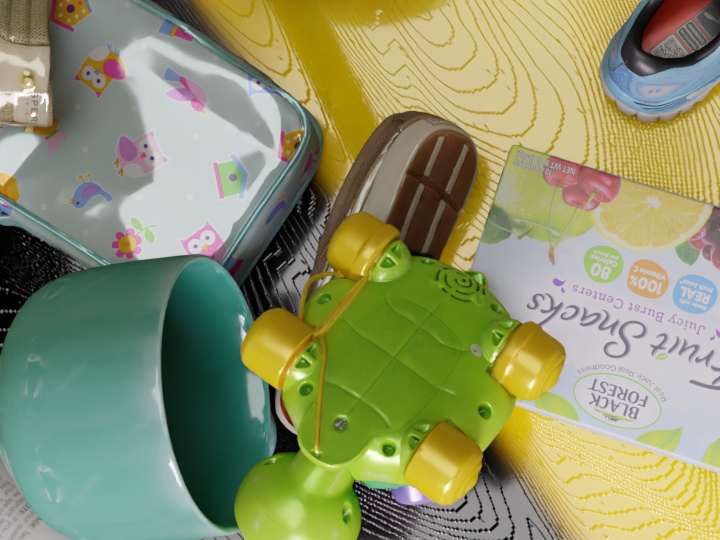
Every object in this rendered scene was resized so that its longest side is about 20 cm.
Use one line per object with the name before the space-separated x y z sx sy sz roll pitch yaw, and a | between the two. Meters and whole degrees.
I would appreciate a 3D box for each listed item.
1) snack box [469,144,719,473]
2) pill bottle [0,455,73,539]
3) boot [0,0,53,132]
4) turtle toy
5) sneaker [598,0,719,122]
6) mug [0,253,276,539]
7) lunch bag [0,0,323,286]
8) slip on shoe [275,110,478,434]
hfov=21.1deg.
snack box | 0.161 0.026 1.097 0.200 0.053 0.142 18 90 11
pill bottle | -0.197 0.167 1.112 0.200 0.114 0.114 35 91 11
boot | -0.247 -0.087 1.056 0.155 0.073 0.200 8 63 -10
turtle toy | 0.007 0.074 1.034 0.146 0.101 0.200 35 66 14
sneaker | 0.221 -0.163 1.084 0.200 0.090 0.078 -44 80 1
mug | -0.124 0.084 1.058 0.114 0.185 0.152 -7 40 17
lunch bag | -0.137 -0.073 1.143 0.200 0.077 0.161 32 92 11
slip on shoe | 0.000 0.000 1.126 0.061 0.076 0.200 30 101 50
